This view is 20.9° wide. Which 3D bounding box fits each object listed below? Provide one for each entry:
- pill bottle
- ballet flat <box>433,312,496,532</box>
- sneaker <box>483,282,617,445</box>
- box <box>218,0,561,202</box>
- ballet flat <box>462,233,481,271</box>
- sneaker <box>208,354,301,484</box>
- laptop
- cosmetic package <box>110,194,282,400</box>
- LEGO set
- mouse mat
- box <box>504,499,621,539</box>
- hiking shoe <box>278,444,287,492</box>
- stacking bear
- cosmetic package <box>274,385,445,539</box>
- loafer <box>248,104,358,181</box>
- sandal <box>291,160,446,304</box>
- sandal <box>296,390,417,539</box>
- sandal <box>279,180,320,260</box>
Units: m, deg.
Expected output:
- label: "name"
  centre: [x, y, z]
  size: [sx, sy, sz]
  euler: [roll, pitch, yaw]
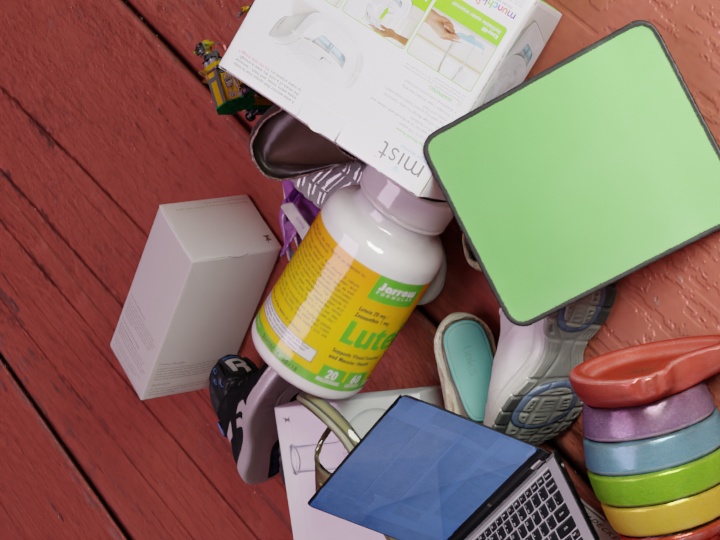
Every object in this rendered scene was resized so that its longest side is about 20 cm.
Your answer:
- label: "pill bottle"
  centre: [0.000, 0.000, 1.638]
  size: [0.111, 0.111, 0.201]
  euler: [52, 122, 35]
- label: "ballet flat"
  centre: [0.105, 0.134, 1.637]
  size: [0.062, 0.067, 0.202]
  euler: [124, 137, -81]
- label: "sneaker"
  centre: [0.142, 0.056, 1.556]
  size: [0.087, 0.074, 0.201]
  euler: [55, 133, 50]
- label: "box"
  centre: [0.022, -0.178, 1.517]
  size: [0.199, 0.097, 0.177]
  euler: [33, 100, 16]
- label: "ballet flat"
  centre: [0.097, -0.094, 1.574]
  size: [0.071, 0.070, 0.202]
  euler: [-10, 89, 56]
- label: "sneaker"
  centre: [-0.105, 0.111, 1.897]
  size: [0.112, 0.073, 0.201]
  euler: [58, 148, 30]
- label: "laptop"
  centre: [0.078, 0.217, 1.524]
  size: [0.187, 0.115, 0.201]
  euler: [-53, 55, 48]
- label: "cosmetic package"
  centre: [-0.166, 0.028, 1.949]
  size: [0.085, 0.107, 0.201]
  euler: [55, 136, 34]
- label: "LEGO set"
  centre: [-0.054, -0.223, 1.694]
  size: [0.200, 0.153, 0.117]
  euler: [-35, 69, 49]
- label: "mouse mat"
  centre: [0.160, -0.069, 1.422]
  size: [0.199, 0.008, 0.162]
  euler: [-27, 89, 19]
- label: "box"
  centre: [0.160, 0.291, 1.578]
  size: [0.117, 0.060, 0.201]
  euler: [41, 129, 44]
- label: "hiking shoe"
  centre: [-0.018, 0.226, 1.807]
  size: [0.101, 0.075, 0.201]
  euler: [-47, 59, 53]
- label: "stacking bear"
  centre: [0.225, 0.160, 1.419]
  size: [0.113, 0.121, 0.202]
  euler: [-5, 101, 53]
- label: "cosmetic package"
  centre: [0.011, 0.210, 1.731]
  size: [0.150, 0.052, 0.202]
  euler: [-8, 91, 31]
- label: "loafer"
  centre: [-0.018, -0.125, 1.656]
  size: [0.199, 0.071, 0.073]
  euler: [-21, 104, 28]
- label: "sandal"
  centre: [0.014, -0.056, 1.721]
  size: [0.203, 0.050, 0.083]
  euler: [49, 120, 21]
- label: "sandal"
  centre: [-0.004, 0.190, 1.657]
  size: [0.202, 0.057, 0.080]
  euler: [61, 177, 9]
- label: "sandal"
  centre: [-0.046, -0.016, 1.799]
  size: [0.082, 0.050, 0.204]
  euler: [-23, 79, 55]
